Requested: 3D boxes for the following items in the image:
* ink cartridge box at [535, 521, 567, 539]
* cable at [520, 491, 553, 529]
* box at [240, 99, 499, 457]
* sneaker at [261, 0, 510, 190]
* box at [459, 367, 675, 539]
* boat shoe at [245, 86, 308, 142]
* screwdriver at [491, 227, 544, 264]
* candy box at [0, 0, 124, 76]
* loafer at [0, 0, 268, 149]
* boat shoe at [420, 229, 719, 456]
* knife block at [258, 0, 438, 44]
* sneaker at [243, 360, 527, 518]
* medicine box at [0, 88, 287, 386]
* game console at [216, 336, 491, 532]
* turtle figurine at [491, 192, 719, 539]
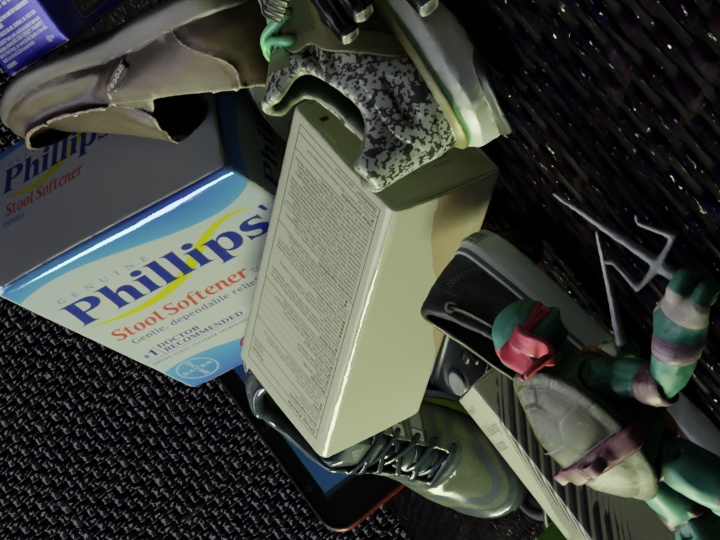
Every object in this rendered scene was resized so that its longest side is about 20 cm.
[{"bbox_3d":[0.200,0.246,1.194,0.148,0.076,0.200,49,170,26],"label":"ink cartridge box"},{"bbox_3d":[0.115,0.109,1.228,0.201,0.051,0.163,61,165,-23],"label":"cable"},{"bbox_3d":[0.000,0.000,0.975,0.095,0.077,0.201,48,142,28],"label":"box"},{"bbox_3d":[-0.020,-0.116,0.806,0.200,0.088,0.077,49,171,26],"label":"sneaker"},{"bbox_3d":[0.147,0.131,1.032,0.200,0.068,0.082,51,172,7],"label":"box"},{"bbox_3d":[-0.059,-0.161,0.982,0.201,0.070,0.064,65,166,-23],"label":"boat shoe"},{"bbox_3d":[0.069,-0.007,1.016,0.200,0.029,0.028,167,80,-80],"label":"screwdriver"},{"bbox_3d":[-0.189,-0.241,0.979,0.077,0.169,0.201,-19,111,47],"label":"candy box"},{"bbox_3d":[-0.124,-0.099,0.948,0.199,0.073,0.072,-19,97,42],"label":"loafer"},{"bbox_3d":[0.113,0.067,0.894,0.200,0.066,0.070,44,168,-1],"label":"boat shoe"},{"bbox_3d":[-0.025,-0.199,0.693,0.064,0.174,0.202,154,124,-81],"label":"knife block"},{"bbox_3d":[0.011,0.106,1.078,0.199,0.074,0.081,25,-157,0],"label":"sneaker"},{"bbox_3d":[-0.101,-0.031,1.082,0.200,0.181,0.104,31,-140,-51],"label":"medicine box"},{"bbox_3d":[-0.013,0.039,1.167,0.200,0.118,0.173,50,148,30],"label":"game console"},{"bbox_3d":[0.126,0.061,0.786,0.200,0.101,0.150,48,172,-3],"label":"turtle figurine"}]
